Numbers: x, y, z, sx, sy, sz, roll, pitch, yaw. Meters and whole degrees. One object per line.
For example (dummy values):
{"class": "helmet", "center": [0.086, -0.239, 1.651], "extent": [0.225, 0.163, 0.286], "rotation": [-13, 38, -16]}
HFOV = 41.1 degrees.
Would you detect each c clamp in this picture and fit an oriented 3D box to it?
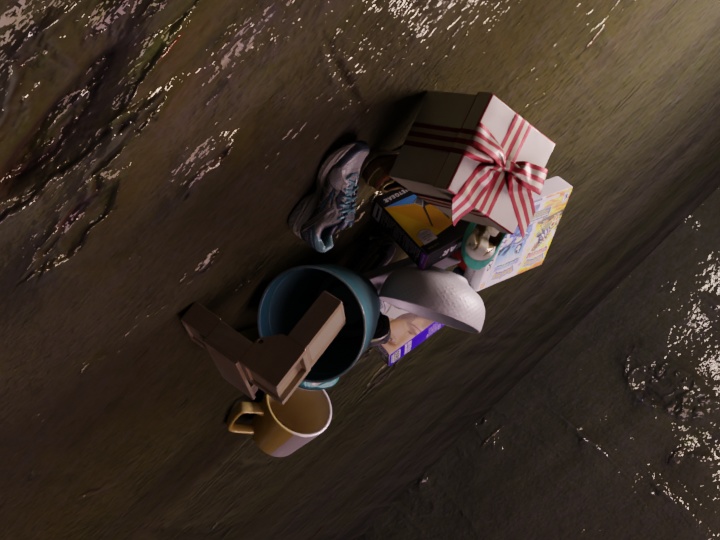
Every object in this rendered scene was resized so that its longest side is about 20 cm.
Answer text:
{"class": "c clamp", "center": [0.000, 0.000, 1.856], "extent": [0.201, 0.027, 0.170], "rotation": [-53, 161, 22]}

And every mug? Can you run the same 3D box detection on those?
{"class": "mug", "center": [-0.173, 0.306, 2.017], "extent": [0.153, 0.186, 0.150], "rotation": [-51, -170, 44]}

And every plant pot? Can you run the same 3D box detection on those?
{"class": "plant pot", "center": [-0.055, 0.076, 1.703], "extent": [0.200, 0.200, 0.188], "rotation": [-50, 172, 19]}

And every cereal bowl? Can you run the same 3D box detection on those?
{"class": "cereal bowl", "center": [0.136, 0.043, 1.735], "extent": [0.084, 0.198, 0.200], "rotation": [-71, 158, -7]}

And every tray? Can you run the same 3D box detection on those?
{"class": "tray", "center": [0.081, -0.001, 1.810], "extent": [0.199, 0.022, 0.107], "rotation": [-20, 164, 30]}

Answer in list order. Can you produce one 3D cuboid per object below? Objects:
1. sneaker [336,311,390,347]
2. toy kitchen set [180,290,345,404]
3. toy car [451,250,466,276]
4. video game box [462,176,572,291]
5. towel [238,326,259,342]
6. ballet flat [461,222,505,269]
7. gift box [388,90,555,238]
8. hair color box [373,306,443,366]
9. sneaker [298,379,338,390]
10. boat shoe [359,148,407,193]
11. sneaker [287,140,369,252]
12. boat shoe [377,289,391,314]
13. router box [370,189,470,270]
{"class": "sneaker", "center": [-0.032, 0.126, 1.848], "extent": [0.198, 0.075, 0.081], "rotation": [-2, 152, 16]}
{"class": "toy kitchen set", "center": [-0.154, 0.105, 1.591], "extent": [0.181, 0.199, 0.164], "rotation": [-51, 161, -20]}
{"class": "toy car", "center": [0.175, -0.075, 1.837], "extent": [0.199, 0.177, 0.185], "rotation": [15, 115, -50]}
{"class": "video game box", "center": [0.288, -0.068, 1.764], "extent": [0.199, 0.047, 0.183], "rotation": [-20, 140, -38]}
{"class": "towel", "center": [-0.148, 0.122, 1.746], "extent": [0.199, 0.086, 0.018], "rotation": [-14, 132, -49]}
{"class": "ballet flat", "center": [0.218, -0.069, 1.631], "extent": [0.201, 0.067, 0.071], "rotation": [-64, 177, 37]}
{"class": "gift box", "center": [0.180, -0.156, 1.511], "extent": [0.184, 0.186, 0.202], "rotation": [23, 87, -35]}
{"class": "hair color box", "center": [0.105, 0.103, 2.097], "extent": [0.199, 0.109, 0.065], "rotation": [-36, 157, -17]}
{"class": "sneaker", "center": [-0.110, 0.185, 1.830], "extent": [0.199, 0.079, 0.078], "rotation": [27, 78, -42]}
{"class": "boat shoe", "center": [0.078, -0.167, 1.618], "extent": [0.199, 0.068, 0.072], "rotation": [-20, 149, -43]}
{"class": "sneaker", "center": [-0.030, -0.114, 1.512], "extent": [0.077, 0.086, 0.201], "rotation": [-14, 145, -50]}
{"class": "boat shoe", "center": [0.006, 0.091, 1.937], "extent": [0.086, 0.075, 0.202], "rotation": [-28, 167, -42]}
{"class": "router box", "center": [0.141, -0.103, 1.733], "extent": [0.199, 0.149, 0.051], "rotation": [-29, 155, -30]}
